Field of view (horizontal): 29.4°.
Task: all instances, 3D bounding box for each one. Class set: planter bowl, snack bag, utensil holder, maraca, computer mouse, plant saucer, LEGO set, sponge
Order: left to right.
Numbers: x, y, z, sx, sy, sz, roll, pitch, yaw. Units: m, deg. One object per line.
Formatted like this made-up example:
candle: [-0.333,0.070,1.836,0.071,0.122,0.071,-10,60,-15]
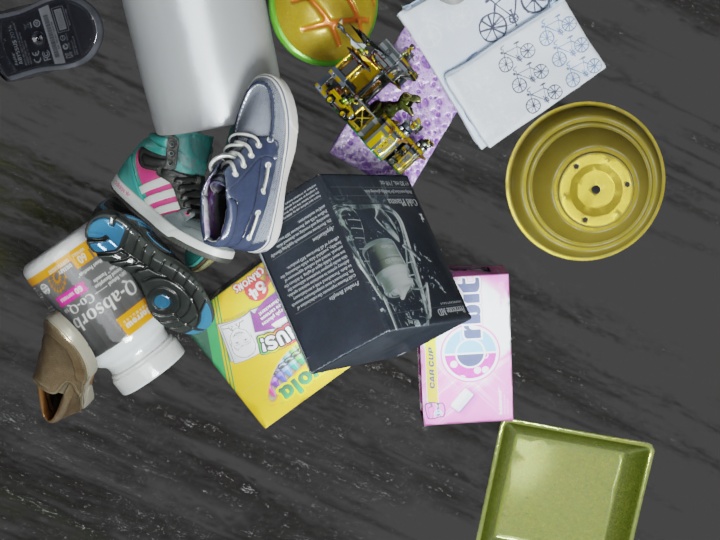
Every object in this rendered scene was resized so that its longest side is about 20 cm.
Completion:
computer mouse: [-0.397,-0.285,1.654,0.200,0.053,0.139,-6,103,13]
utensil holder: [-0.184,-0.271,1.595,0.170,0.170,0.200,-11,102,2]
maraca: [-0.037,-0.337,1.618,0.137,0.107,0.200,21,76,-25]
LEGO set: [0.037,-0.202,1.577,0.116,0.200,0.154,-42,73,6]
sponge: [0.059,-0.202,1.679,0.112,0.030,0.200,30,99,-6]
snack bag: [0.171,-0.277,1.646,0.189,0.021,0.200,-34,96,-8]
plant saucer: [0.257,0.294,1.764,0.200,0.048,0.200,11,100,-2]
planter bowl: [0.281,-0.103,1.671,0.200,0.083,0.201,0,101,-1]

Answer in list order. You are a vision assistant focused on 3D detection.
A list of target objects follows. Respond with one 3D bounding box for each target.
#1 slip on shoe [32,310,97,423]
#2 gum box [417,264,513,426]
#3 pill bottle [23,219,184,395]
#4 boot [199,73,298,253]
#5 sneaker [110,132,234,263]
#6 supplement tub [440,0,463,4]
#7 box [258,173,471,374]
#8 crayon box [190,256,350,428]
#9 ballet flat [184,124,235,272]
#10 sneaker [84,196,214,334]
slip on shoe: [-0.366,0.122,1.661,0.076,0.200,0.061,43,62,14]
gum box: [0.129,0.087,1.714,0.113,0.066,0.200,-3,100,-1]
pill bottle: [-0.311,0.046,1.679,0.116,0.116,0.200,-34,99,6]
boot: [-0.124,-0.120,1.495,0.073,0.090,0.200,2,89,33]
sneaker: [-0.203,-0.103,1.639,0.200,0.084,0.121,37,105,27]
supplement tub: [0.071,-0.416,1.570,0.200,0.145,0.145,38,98,5]
box: [0.000,0.000,1.591,0.124,0.200,0.197,-29,78,30]
crayon box: [-0.092,0.068,1.714,0.200,0.058,0.173,-37,99,6]
ballet flat: [-0.154,-0.085,1.687,0.071,0.071,0.200,20,102,-4]
sneaker: [-0.244,-0.009,1.642,0.073,0.082,0.200,-32,115,14]
